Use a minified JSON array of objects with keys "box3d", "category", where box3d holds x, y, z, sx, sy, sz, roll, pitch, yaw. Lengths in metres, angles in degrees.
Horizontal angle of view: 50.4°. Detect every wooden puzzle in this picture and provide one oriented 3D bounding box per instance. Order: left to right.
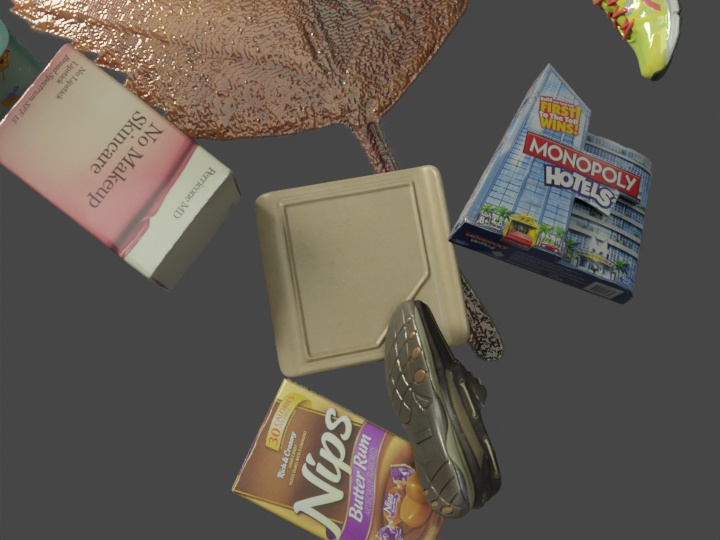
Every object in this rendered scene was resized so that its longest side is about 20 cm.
[{"box3d":[0.000,0.000,0.785,0.196,0.037,0.189,-10,84,-1],"category":"wooden puzzle"}]

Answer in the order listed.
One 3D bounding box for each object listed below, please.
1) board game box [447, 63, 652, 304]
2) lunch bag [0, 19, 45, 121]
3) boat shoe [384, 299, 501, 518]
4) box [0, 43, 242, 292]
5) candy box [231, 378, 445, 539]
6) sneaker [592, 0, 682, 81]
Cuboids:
[{"box3d":[0.209,-0.096,0.781,0.196,0.062,0.203,18,71,-6],"category":"board game box"},{"box3d":[-0.402,-0.185,0.693,0.121,0.200,0.171,39,81,2],"category":"lunch bag"},{"box3d":[0.078,0.126,0.725,0.072,0.074,0.204,-3,72,-33],"category":"boat shoe"},{"box3d":[-0.231,-0.094,0.739,0.199,0.109,0.129,37,82,1],"category":"box"},{"box3d":[-0.012,0.202,0.746,0.197,0.056,0.118,26,82,1],"category":"candy box"},{"box3d":[0.283,-0.296,0.825,0.088,0.078,0.204,-10,78,3],"category":"sneaker"}]
